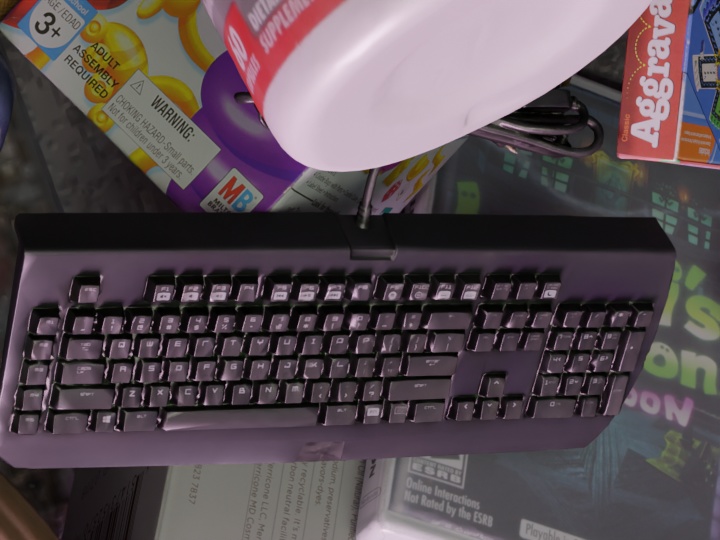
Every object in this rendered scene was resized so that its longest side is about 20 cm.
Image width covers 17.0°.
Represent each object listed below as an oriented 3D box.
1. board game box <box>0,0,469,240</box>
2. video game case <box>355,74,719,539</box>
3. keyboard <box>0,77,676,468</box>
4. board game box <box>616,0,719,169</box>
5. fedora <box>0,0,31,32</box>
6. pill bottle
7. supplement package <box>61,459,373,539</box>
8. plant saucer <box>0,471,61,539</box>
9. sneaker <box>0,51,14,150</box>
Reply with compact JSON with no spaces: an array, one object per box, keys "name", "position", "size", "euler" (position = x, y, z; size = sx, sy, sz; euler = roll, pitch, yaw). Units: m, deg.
[{"name":"board game box","position":[0.008,-0.104,0.719],"size":[0.103,0.105,0.200],"euler":[44,94,14]},{"name":"video game case","position":[0.103,0.031,0.784],"size":[0.200,0.023,0.182],"euler":[19,59,-17]},{"name":"keyboard","position":[0.000,0.000,0.673],"size":[0.200,0.021,0.127],"euler":[-1,116,-25]},{"name":"board game box","position":[0.114,-0.081,0.721],"size":[0.019,0.200,0.103],"euler":[5,92,20]},{"name":"fedora","position":[-0.163,-0.147,0.698],"size":[0.200,0.082,0.201],"euler":[-4,104,-17]},{"name":"pill bottle","position":[-0.014,-0.137,0.615],"size":[0.114,0.114,0.200],"euler":[-28,74,-3]},{"name":"supplement package","position":[0.009,0.119,0.779],"size":[0.200,0.117,0.118],"euler":[20,58,-18]},{"name":"plant saucer","position":[-0.129,0.128,0.738],"size":[0.029,0.200,0.200],"euler":[-32,115,-35]},{"name":"sneaker","position":[-0.148,0.024,0.670],"size":[0.200,0.082,0.070],"euler":[-57,140,-2]}]
